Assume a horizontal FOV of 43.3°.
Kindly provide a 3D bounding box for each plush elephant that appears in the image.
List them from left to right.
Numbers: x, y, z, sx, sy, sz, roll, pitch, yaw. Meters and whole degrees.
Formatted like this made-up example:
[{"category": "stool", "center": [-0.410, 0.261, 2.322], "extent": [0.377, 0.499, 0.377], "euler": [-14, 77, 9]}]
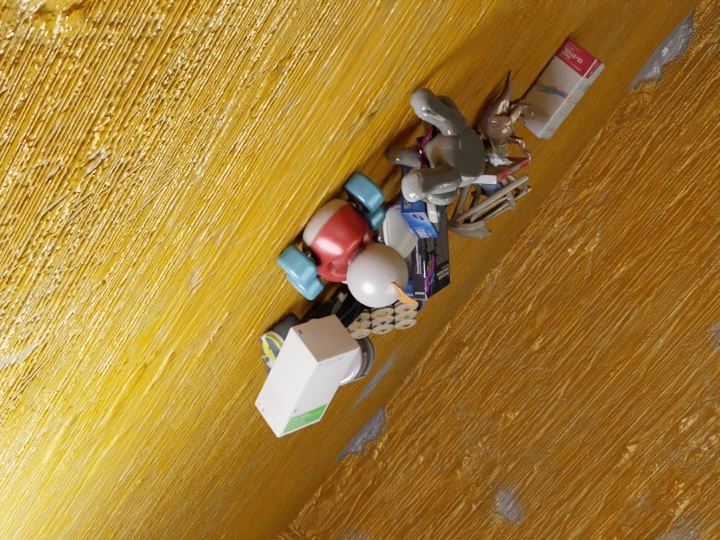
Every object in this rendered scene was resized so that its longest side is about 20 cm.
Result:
[{"category": "plush elephant", "center": [0.115, -0.179, 1.409], "extent": [0.197, 0.168, 0.154], "euler": [2, 178, -34]}]

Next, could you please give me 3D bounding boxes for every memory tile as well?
[{"category": "memory tile", "center": [0.022, 0.106, 1.846], "extent": [0.196, 0.017, 0.154], "euler": [-12, 158, -4]}]

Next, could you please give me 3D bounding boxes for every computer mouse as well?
[{"category": "computer mouse", "center": [-0.044, 0.070, 1.664], "extent": [0.200, 0.046, 0.141], "euler": [-47, 161, -35]}]

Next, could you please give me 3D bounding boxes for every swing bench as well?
[{"category": "swing bench", "center": [0.265, -0.157, 2.004], "extent": [0.201, 0.129, 0.199], "euler": [-50, 168, 7]}]

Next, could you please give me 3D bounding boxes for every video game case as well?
[{"category": "video game case", "center": [0.234, -0.200, 1.779], "extent": [0.199, 0.141, 0.018], "euler": [-30, 122, -57]}]

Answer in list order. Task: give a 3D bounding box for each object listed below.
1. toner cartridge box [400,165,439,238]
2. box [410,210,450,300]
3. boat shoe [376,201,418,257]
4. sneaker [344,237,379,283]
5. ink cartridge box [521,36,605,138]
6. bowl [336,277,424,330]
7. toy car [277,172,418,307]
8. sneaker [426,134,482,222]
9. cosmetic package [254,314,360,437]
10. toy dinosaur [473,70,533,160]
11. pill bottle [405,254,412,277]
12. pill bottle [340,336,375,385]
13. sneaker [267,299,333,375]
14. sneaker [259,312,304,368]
[{"category": "toner cartridge box", "center": [0.107, -0.124, 1.604], "extent": [0.200, 0.042, 0.097], "euler": [38, 51, -75]}, {"category": "box", "center": [0.137, -0.055, 1.800], "extent": [0.143, 0.035, 0.204], "euler": [-23, 111, -63]}, {"category": "boat shoe", "center": [0.057, -0.082, 1.653], "extent": [0.074, 0.060, 0.200], "euler": [-56, 160, -3]}, {"category": "sneaker", "center": [0.000, 0.000, 1.682], "extent": [0.080, 0.071, 0.200], "euler": [-45, 170, 27]}, {"category": "ink cartridge box", "center": [0.434, -0.396, 1.988], "extent": [0.201, 0.083, 0.145], "euler": [-53, 167, 18]}, {"category": "bowl", "center": [0.038, 0.072, 1.850], "extent": [0.197, 0.040, 0.201], "euler": [-12, 159, -5]}, {"category": "toy car", "center": [0.008, -0.004, 1.385], "extent": [0.185, 0.200, 0.177], "euler": [-46, 168, -8]}, {"category": "sneaker", "center": [0.164, -0.166, 1.550], "extent": [0.075, 0.083, 0.202], "euler": [74, 26, -53]}, {"category": "cosmetic package", "center": [-0.094, 0.181, 1.561], "extent": [0.107, 0.085, 0.201], "euler": [-15, 145, -41]}, {"category": "toy dinosaur", "center": [0.259, -0.280, 1.753], "extent": [0.133, 0.087, 0.202], "euler": [-6, 138, 0]}, {"category": "pill bottle", "center": [0.104, -0.006, 1.927], "extent": [0.113, 0.113, 0.200], "euler": [-49, 168, 1]}, {"category": "pill bottle", "center": [-0.032, 0.189, 2.018], "extent": [0.120, 0.119, 0.200], "euler": [-50, 168, 7]}, {"category": "sneaker", "center": [-0.096, 0.146, 1.758], "extent": [0.201, 0.079, 0.075], "euler": [-54, 166, 13]}, {"category": "sneaker", "center": [-0.128, 0.143, 1.643], "extent": [0.085, 0.074, 0.201], "euler": [-45, 167, -18]}]
